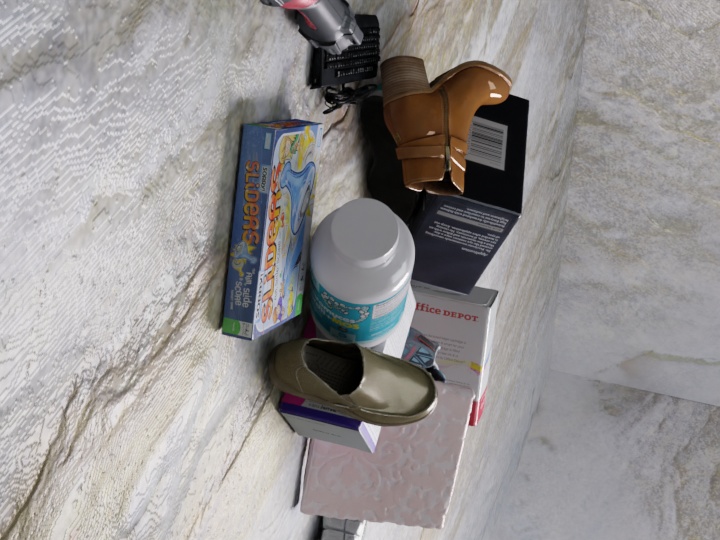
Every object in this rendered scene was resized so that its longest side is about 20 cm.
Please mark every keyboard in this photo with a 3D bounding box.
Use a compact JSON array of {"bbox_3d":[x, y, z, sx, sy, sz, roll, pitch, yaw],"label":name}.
[{"bbox_3d":[-0.003,-0.230,1.275,0.200,0.039,0.105,-34,132,-67],"label":"keyboard"}]

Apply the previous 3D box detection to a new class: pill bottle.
[{"bbox_3d":[0.000,0.000,1.226,0.200,0.110,0.112,95,12,-65],"label":"pill bottle"}]

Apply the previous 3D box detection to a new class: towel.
[{"bbox_3d":[0.032,0.224,1.446,0.032,0.198,0.193,-147,-112,-74],"label":"towel"}]

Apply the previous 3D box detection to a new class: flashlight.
[{"bbox_3d":[-0.055,-0.252,1.051,0.200,0.067,0.068,23,44,-78],"label":"flashlight"}]

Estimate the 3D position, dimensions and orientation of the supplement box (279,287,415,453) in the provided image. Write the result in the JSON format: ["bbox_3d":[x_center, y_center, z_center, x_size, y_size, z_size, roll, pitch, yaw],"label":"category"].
[{"bbox_3d":[-0.011,0.098,1.355,0.104,0.100,0.201,67,38,-63],"label":"supplement box"}]

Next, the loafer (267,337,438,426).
[{"bbox_3d":[0.000,0.120,1.240,0.067,0.198,0.077,145,-47,-62],"label":"loafer"}]

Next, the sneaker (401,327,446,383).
[{"bbox_3d":[0.062,0.153,1.506,0.201,0.095,0.080,93,18,-52],"label":"sneaker"}]

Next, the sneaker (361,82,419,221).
[{"bbox_3d":[0.057,-0.170,1.456,0.121,0.083,0.201,-53,150,-37],"label":"sneaker"}]

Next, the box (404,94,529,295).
[{"bbox_3d":[0.133,-0.110,1.520,0.200,0.116,0.198,117,-14,-54],"label":"box"}]

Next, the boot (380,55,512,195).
[{"bbox_3d":[0.113,-0.168,1.358,0.199,0.076,0.157,1,73,-43],"label":"boot"}]

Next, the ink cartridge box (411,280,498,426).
[{"bbox_3d":[0.127,0.121,1.761,0.083,0.144,0.202,-45,143,-65],"label":"ink cartridge box"}]

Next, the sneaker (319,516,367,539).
[{"bbox_3d":[-0.030,0.391,1.541,0.091,0.077,0.201,82,26,-58],"label":"sneaker"}]

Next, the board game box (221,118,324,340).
[{"bbox_3d":[-0.085,-0.044,1.124,0.135,0.034,0.202,-29,128,-70],"label":"board game box"}]
